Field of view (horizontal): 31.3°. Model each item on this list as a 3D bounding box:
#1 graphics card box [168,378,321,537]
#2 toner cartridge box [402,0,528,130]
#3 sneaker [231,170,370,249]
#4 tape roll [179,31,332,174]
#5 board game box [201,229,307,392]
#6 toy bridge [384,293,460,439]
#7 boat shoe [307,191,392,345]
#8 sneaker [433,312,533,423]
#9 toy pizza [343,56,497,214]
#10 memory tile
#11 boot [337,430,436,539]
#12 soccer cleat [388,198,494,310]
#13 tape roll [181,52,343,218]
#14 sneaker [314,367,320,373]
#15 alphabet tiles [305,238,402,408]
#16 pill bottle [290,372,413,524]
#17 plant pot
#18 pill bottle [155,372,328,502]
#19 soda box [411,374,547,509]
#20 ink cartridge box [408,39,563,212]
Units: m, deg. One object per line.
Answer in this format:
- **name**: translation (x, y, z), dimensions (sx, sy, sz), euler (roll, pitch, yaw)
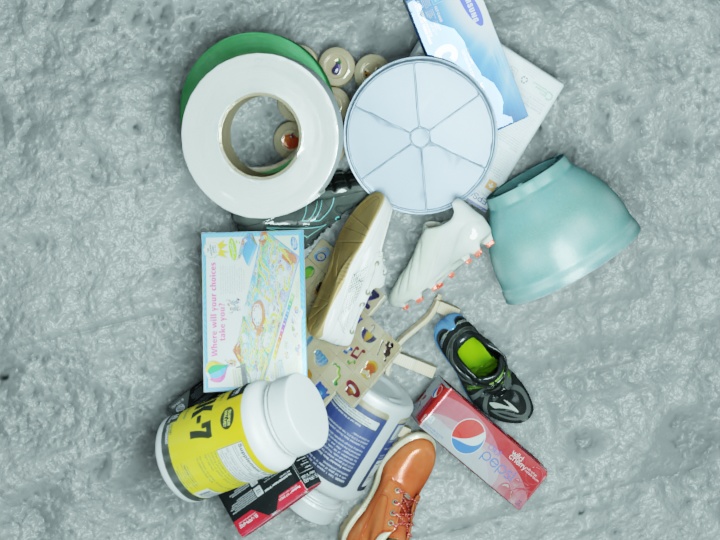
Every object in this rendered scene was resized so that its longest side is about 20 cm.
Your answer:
- **graphics card box**: translation (-0.152, 0.227, 1.676), dimensions (0.125, 0.051, 0.201), euler (-37, 80, 23)
- **toner cartridge box**: translation (0.135, -0.273, 1.649), dimensions (0.094, 0.043, 0.202), euler (-24, 102, 2)
- **sneaker**: translation (-0.069, -0.076, 1.695), dimensions (0.197, 0.076, 0.080), euler (-14, 113, 2)
- **tape roll**: translation (-0.132, -0.204, 1.656), dimensions (0.197, 0.048, 0.204), euler (1, 98, 5)
- **board game box**: translation (-0.135, 0.052, 1.636), dimensions (0.132, 0.034, 0.204), euler (-1, 84, -3)
- **toy bridge**: translation (0.071, 0.126, 1.750), dimensions (0.066, 0.027, 0.203), euler (21, 96, -8)
- **boat shoe**: translation (0.000, 0.000, 1.645), dimensions (0.069, 0.071, 0.202), euler (23, 93, -26)
- **sneaker**: translation (0.169, 0.143, 1.726), dimensions (0.071, 0.083, 0.200), euler (-40, 118, -2)
- **toy pizza**: translation (0.076, -0.172, 1.638), dimensions (0.197, 0.032, 0.204), euler (1, 106, 3)
- **memory tile**: translation (-0.013, -0.210, 1.677), dimensions (0.197, 0.017, 0.156), euler (9, 98, 8)
- **boot**: translation (0.053, 0.317, 1.729), dimensions (0.074, 0.107, 0.202), euler (28, 94, -26)
- **soccer cleat**: translation (0.095, -0.020, 1.681), dimensions (0.078, 0.069, 0.200), euler (53, 132, 5)
- **tape roll**: translation (-0.120, -0.168, 1.601), dimensions (0.199, 0.071, 0.206), euler (1, 97, 4)
- **sneaker**: translation (-0.115, 0.189, 1.713), dimensions (0.070, 0.076, 0.201), euler (39, 92, -10)
- **alphabet tiles**: translation (-0.040, 0.079, 1.678), dimensions (0.168, 0.008, 0.200), euler (-50, 59, 2)
- **pill bottle**: translation (-0.024, 0.233, 1.706), dimensions (0.110, 0.111, 0.202), euler (29, 103, -9)
- **plant pot**: translation (0.243, -0.065, 1.660), dimensions (0.199, 0.200, 0.135), euler (-31, 97, -1)
- **pill bottle**: translation (-0.145, 0.203, 1.581), dimensions (0.198, 0.114, 0.115), euler (-23, 100, 24)
- **soda box**: translation (0.161, 0.234, 1.743), dimensions (0.199, 0.063, 0.070), euler (41, 91, -18)
- **ink cartridge box**: translation (0.137, -0.213, 1.704), dimensions (0.198, 0.041, 0.202), euler (31, 98, -9)
